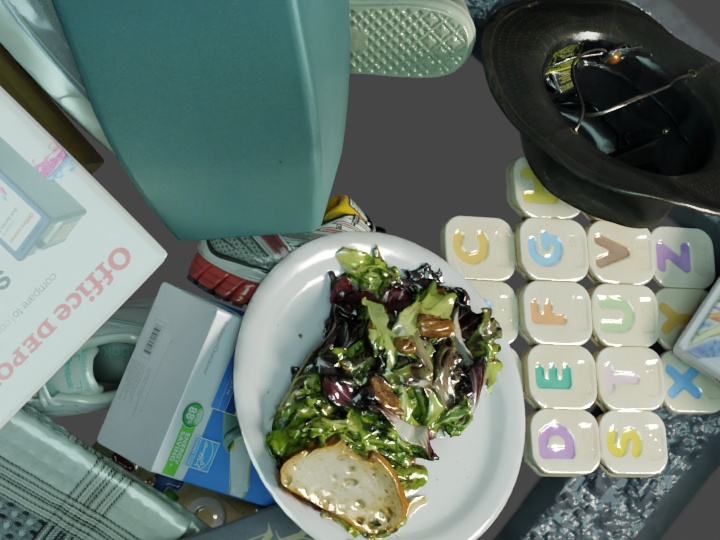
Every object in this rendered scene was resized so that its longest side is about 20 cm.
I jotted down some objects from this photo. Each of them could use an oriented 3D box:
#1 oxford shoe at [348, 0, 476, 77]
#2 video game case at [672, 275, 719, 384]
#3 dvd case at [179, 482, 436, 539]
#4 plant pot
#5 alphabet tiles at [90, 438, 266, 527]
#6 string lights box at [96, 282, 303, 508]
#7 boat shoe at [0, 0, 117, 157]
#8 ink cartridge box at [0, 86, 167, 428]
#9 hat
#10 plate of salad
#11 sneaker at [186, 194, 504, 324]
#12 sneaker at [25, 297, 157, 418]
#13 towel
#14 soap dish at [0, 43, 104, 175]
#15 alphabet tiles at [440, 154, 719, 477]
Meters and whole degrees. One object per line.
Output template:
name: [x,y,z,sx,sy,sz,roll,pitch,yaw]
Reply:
oxford shoe: [-0.028,-0.158,1.752,0.200,0.058,0.075,7,123,3]
video game case: [0.323,0.019,1.798,0.182,0.022,0.200,33,76,9]
dvd case: [-0.040,0.212,1.683,0.200,0.016,0.149,-20,82,-4]
plant pot: [-0.078,-0.124,1.670,0.141,0.141,0.200,-4,124,13]
alphabet tiles: [-0.062,0.140,1.805,0.200,0.006,0.166,43,87,-12]
string lights box: [-0.050,0.087,1.722,0.200,0.059,0.103,21,92,-43]
boat shoe: [-0.178,-0.151,1.716,0.072,0.070,0.201,-40,99,0]
ink cartridge box: [-0.229,-0.028,1.629,0.145,0.088,0.200,-45,102,-4]
hat: [0.153,-0.078,1.757,0.201,0.201,0.081,16,129,-12]
plate of salad: [0.018,0.071,1.669,0.200,0.048,0.200,10,70,-29]
sneaker: [0.000,0.000,1.763,0.200,0.078,0.082,16,93,-12]
sneaker: [-0.190,0.056,1.734,0.200,0.080,0.070,-11,100,-4]
towel: [-0.206,0.178,1.733,0.200,0.035,0.193,34,112,-10]
soap dish: [-0.275,-0.055,1.705,0.200,0.081,0.157,-42,102,-4]
alphabet tiles: [0.140,0.028,1.779,0.196,0.015,0.200,3,77,-26]
